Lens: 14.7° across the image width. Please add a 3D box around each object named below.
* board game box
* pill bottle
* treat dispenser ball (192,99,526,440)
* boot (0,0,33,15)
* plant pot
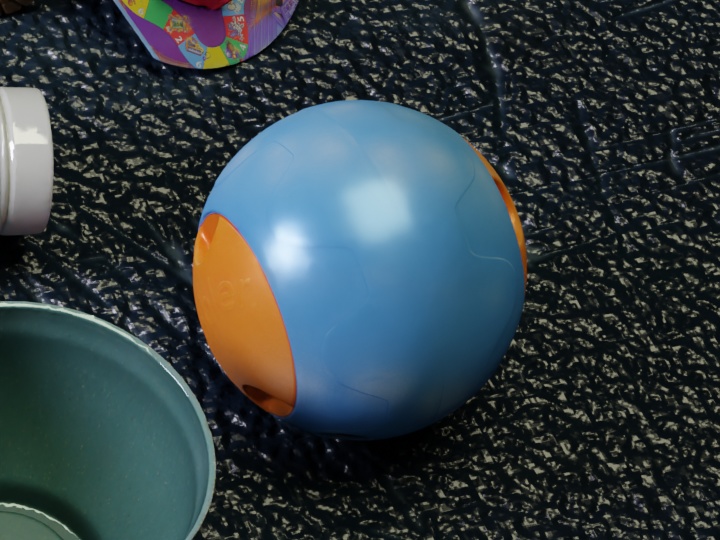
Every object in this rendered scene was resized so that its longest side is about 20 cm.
[{"bbox_3d":[-0.112,-0.235,1.864,0.158,0.039,0.200,-42,102,-34],"label":"board game box"},{"bbox_3d":[-0.291,-0.064,1.677,0.199,0.120,0.120,-2,51,-18],"label":"pill bottle"},{"bbox_3d":[0.000,0.000,1.653,0.200,0.201,0.202,8,48,-9],"label":"treat dispenser ball"},{"bbox_3d":[-0.302,-0.232,1.836,0.199,0.075,0.108,12,48,-21],"label":"boot"},{"bbox_3d":[-0.189,0.137,1.525,0.199,0.134,0.201,9,48,-10],"label":"plant pot"}]
